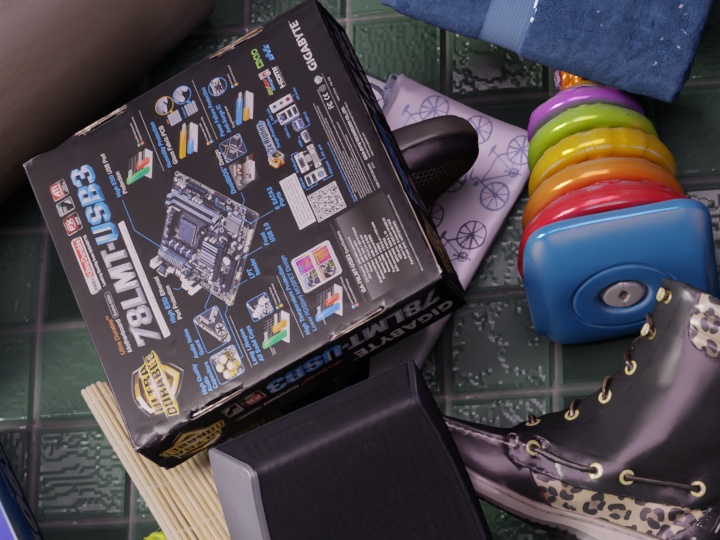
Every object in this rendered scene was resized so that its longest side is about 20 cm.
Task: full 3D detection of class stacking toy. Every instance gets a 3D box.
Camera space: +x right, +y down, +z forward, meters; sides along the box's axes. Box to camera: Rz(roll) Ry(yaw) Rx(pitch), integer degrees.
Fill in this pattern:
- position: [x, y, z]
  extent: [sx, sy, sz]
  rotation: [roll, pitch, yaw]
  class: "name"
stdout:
- position: [0.135, -0.066, 1.559]
  extent: [0.109, 0.116, 0.200]
  rotation: [-11, 56, 5]
  class: "stacking toy"

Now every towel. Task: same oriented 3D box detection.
- position: [0.105, -0.173, 1.523]
  extent: [0.199, 0.049, 0.112]
  rotation: [19, 99, -1]
  class: "towel"

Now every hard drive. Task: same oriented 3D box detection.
- position: [0.011, 0.163, 1.442]
  extent: [0.135, 0.042, 0.200]
  rotation: [-23, 107, -11]
  class: "hard drive"

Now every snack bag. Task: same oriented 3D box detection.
- position: [-0.016, -0.037, 1.614]
  extent: [0.200, 0.021, 0.189]
  rotation: [26, 77, 20]
  class: "snack bag"

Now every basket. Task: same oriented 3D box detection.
- position: [-0.200, -0.148, 1.641]
  extent: [0.200, 0.136, 0.180]
  rotation: [-34, 67, -6]
  class: "basket"

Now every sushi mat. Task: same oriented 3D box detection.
- position: [-0.080, 0.107, 1.524]
  extent: [0.095, 0.012, 0.200]
  rotation: [-24, 42, -12]
  class: "sushi mat"

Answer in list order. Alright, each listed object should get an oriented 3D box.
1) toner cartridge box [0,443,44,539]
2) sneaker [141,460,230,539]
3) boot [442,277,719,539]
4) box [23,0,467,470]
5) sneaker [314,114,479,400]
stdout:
- position: [-0.200, 0.168, 1.533]
  extent: [0.043, 0.095, 0.200]
  rotation: [-28, 66, 0]
  class: "toner cartridge box"
- position: [-0.078, 0.165, 1.525]
  extent: [0.200, 0.077, 0.075]
  rotation: [-37, 44, -23]
  class: "sneaker"
- position: [0.132, 0.071, 1.493]
  extent: [0.203, 0.073, 0.154]
  rotation: [23, 90, 13]
  class: "boot"
- position: [-0.067, -0.022, 1.511]
  extent: [0.198, 0.050, 0.200]
  rotation: [-31, 62, 11]
  class: "box"
- position: [0.000, 0.000, 1.546]
  extent: [0.199, 0.076, 0.114]
  rotation: [-35, 68, 2]
  class: "sneaker"
